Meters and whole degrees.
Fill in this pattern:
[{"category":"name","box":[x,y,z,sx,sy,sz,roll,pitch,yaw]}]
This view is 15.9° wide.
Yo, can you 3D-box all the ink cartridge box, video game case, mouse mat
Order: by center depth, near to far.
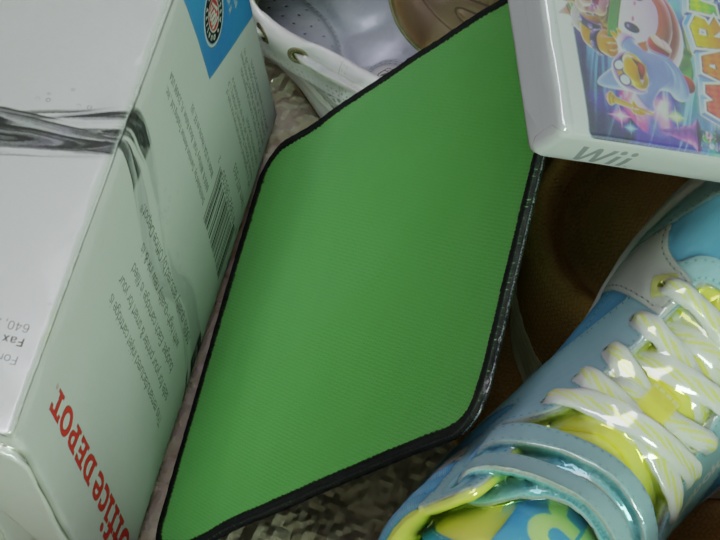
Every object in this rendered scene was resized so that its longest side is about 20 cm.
[{"category":"video game case","box":[0.122,-0.088,0.727,0.199,0.018,0.144,6,66,-32]},{"category":"mouse mat","box":[0.000,0.000,0.803,0.008,0.200,0.162,26,62,-21]},{"category":"ink cartridge box","box":[-0.099,-0.011,0.827,0.085,0.147,0.201,12,64,13]}]

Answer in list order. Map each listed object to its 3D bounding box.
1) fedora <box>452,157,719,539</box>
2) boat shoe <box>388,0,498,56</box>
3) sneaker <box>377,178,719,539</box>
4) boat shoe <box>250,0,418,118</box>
[{"category":"fedora","box":[0.115,0.002,0.827,0.199,0.082,0.202,-3,62,6]},{"category":"boat shoe","box":[0.102,-0.098,0.878,0.199,0.065,0.073,-8,93,-12]},{"category":"sneaker","box":[0.078,0.046,0.715,0.079,0.131,0.200,40,101,3]},{"category":"boat shoe","box":[-0.022,-0.111,0.916,0.071,0.069,0.200,-40,64,-15]}]
